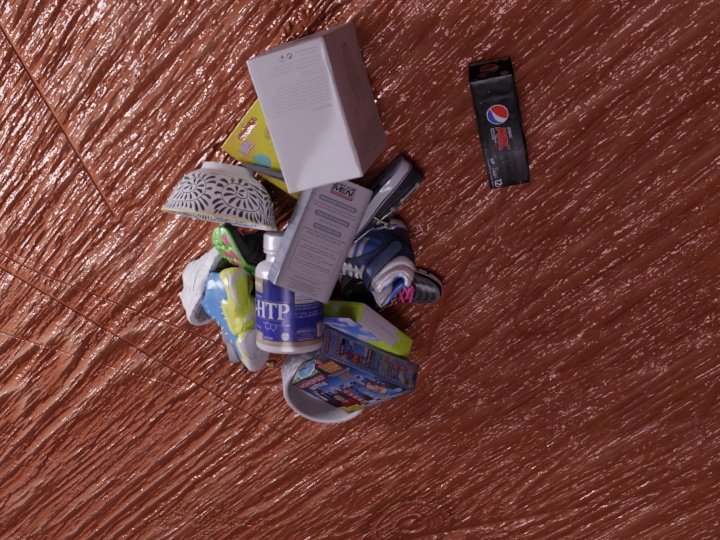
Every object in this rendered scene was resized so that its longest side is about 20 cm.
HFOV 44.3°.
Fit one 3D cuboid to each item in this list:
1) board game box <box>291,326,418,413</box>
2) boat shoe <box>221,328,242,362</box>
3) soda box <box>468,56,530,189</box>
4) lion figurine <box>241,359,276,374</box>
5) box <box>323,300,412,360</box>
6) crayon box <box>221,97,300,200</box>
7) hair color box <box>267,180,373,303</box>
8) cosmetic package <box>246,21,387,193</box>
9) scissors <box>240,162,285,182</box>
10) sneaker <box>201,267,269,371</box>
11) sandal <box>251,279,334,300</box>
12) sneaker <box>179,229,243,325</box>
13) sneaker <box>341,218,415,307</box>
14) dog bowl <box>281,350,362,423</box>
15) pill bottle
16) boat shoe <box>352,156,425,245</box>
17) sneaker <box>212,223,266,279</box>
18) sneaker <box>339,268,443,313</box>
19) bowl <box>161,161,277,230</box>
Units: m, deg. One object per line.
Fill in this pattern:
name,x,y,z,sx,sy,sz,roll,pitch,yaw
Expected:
board game box,-0.030,0.188,1.683,0.199,0.062,0.200,33,141,-28
boat shoe,-0.233,0.120,1.730,0.062,0.072,0.200,1,152,0
soda box,0.223,-0.232,1.407,0.070,0.063,0.201,-8,128,13
lion figurine,-0.170,0.114,1.661,0.200,0.073,0.123,-35,133,3
box,-0.005,0.109,1.656,0.121,0.048,0.200,1,154,38
crayon box,-0.115,-0.202,1.481,0.200,0.051,0.127,33,125,-19
hair color box,-0.067,-0.059,1.445,0.099,0.061,0.201,21,94,-20
cosmetic package,-0.057,-0.244,1.312,0.122,0.199,0.201,-13,107,17
scissors,-0.099,-0.153,1.480,0.199,0.014,0.073,30,127,-15
sneaker,-0.228,0.085,1.605,0.105,0.076,0.201,7,115,36
sandal,-0.151,0.052,1.695,0.199,0.043,0.076,-6,128,12
sneaker,-0.287,-0.002,1.648,0.078,0.099,0.201,13,114,-51
sneaker,0.000,0.000,1.560,0.199,0.147,0.081,-15,150,15
dog bowl,-0.070,0.237,1.824,0.199,0.059,0.201,3,128,4
pill bottle,-0.124,0.035,1.540,0.119,0.120,0.201,1,99,6
boat shoe,0.031,-0.101,1.513,0.068,0.074,0.200,36,98,-21
sneaker,-0.193,-0.039,1.587,0.077,0.084,0.200,22,168,36
sneaker,0.053,0.041,1.631,0.199,0.088,0.074,9,129,0
bowl,-0.231,-0.130,1.503,0.200,0.201,0.095,9,88,-1
